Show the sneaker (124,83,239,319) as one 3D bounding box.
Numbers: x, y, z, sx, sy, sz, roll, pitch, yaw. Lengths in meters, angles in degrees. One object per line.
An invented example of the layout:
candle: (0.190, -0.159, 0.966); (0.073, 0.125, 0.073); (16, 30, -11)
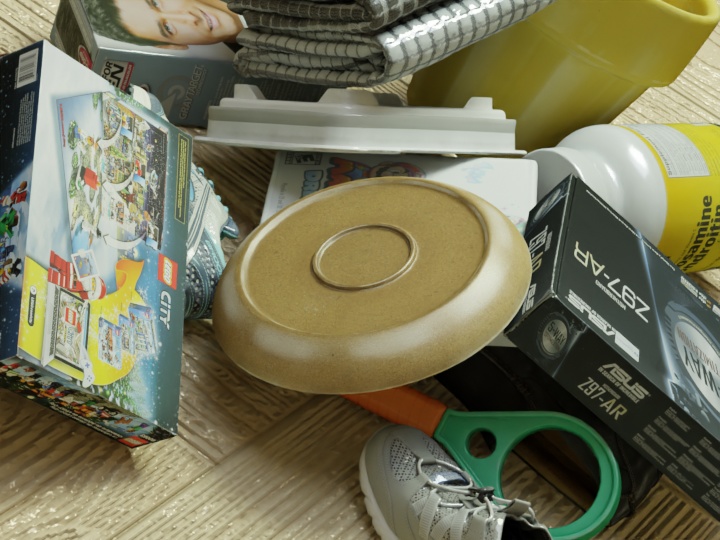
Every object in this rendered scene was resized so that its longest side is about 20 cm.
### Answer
sneaker: (-0.129, -0.039, 1.408); (0.086, 0.078, 0.201); (18, 39, -30)

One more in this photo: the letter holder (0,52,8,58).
letter holder: (-0.235, -0.026, 1.245); (0.100, 0.143, 0.200); (31, 34, 12)

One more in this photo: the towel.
towel: (0.016, -0.198, 1.482); (0.165, 0.086, 0.200); (-30, 24, -30)

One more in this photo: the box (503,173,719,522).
box: (0.182, 0.050, 1.344); (0.200, 0.044, 0.160); (41, 28, -12)

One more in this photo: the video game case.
video game case: (0.023, -0.019, 1.397); (0.181, 0.024, 0.200); (2, 33, 4)

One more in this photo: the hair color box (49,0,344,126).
hair color box: (-0.118, -0.157, 1.577); (0.199, 0.061, 0.099); (3, 38, -27)

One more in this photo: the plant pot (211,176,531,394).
plant pot: (0.004, 0.000, 1.302); (0.199, 0.028, 0.201); (-8, 37, 6)

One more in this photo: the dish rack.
dish rack: (0.001, -0.105, 1.501); (0.199, 0.044, 0.171); (-1, 5, -44)

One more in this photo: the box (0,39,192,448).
box: (-0.157, -0.014, 1.239); (0.136, 0.038, 0.201); (34, 49, -47)

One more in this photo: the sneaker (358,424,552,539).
sneaker: (0.075, 0.151, 1.237); (0.074, 0.082, 0.200); (-9, 45, -39)

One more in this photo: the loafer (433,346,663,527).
loafer: (0.101, 0.085, 1.358); (0.199, 0.073, 0.072); (30, 55, 12)

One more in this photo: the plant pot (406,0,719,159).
plant pot: (0.137, -0.173, 1.613); (0.200, 0.189, 0.201); (29, 22, -13)

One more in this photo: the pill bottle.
pill bottle: (0.199, -0.050, 1.556); (0.199, 0.112, 0.112); (-5, 42, -44)

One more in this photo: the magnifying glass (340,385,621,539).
magnifying glass: (0.068, 0.104, 1.326); (0.199, 0.080, 0.022); (25, -8, 21)
